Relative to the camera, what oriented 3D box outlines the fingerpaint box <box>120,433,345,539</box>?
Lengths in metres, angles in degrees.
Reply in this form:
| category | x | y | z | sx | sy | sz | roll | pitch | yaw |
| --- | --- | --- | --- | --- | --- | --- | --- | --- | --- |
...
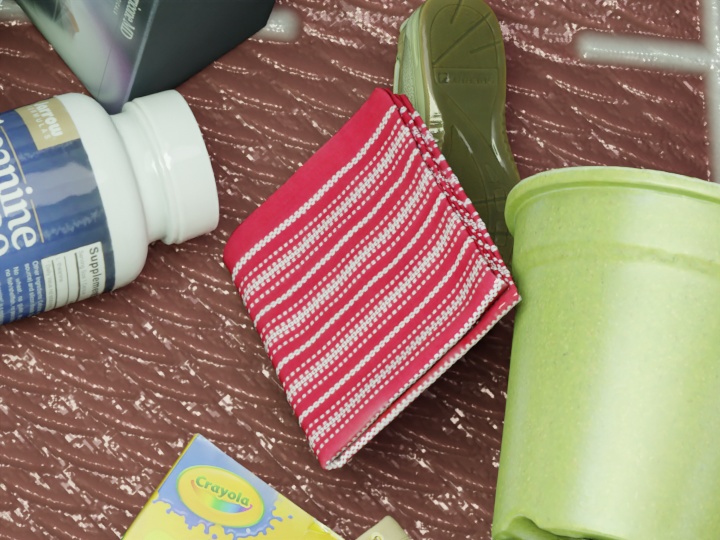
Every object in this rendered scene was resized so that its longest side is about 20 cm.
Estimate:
| category | x | y | z | sx | sy | sz | roll | pitch | yaw |
| --- | --- | --- | --- | --- | --- | --- | --- | --- | --- |
| fingerpaint box | -0.058 | 0.216 | 1.575 | 0.200 | 0.073 | 0.167 | 35 | 70 | -1 |

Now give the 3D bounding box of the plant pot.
| category | x | y | z | sx | sy | sz | roll | pitch | yaw |
| --- | --- | --- | --- | --- | --- | --- | --- | --- | --- |
| plant pot | 0.151 | 0.071 | 1.536 | 0.199 | 0.200 | 0.185 | 17 | 73 | -5 |

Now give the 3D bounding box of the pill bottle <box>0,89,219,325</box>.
| category | x | y | z | sx | sy | sz | roll | pitch | yaw |
| --- | --- | --- | --- | --- | --- | --- | --- | --- | --- |
| pill bottle | -0.183 | -0.032 | 1.611 | 0.199 | 0.111 | 0.112 | -18 | 76 | -15 |

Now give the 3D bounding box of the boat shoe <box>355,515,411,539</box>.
| category | x | y | z | sx | sy | sz | roll | pitch | yaw |
| --- | --- | --- | --- | --- | --- | --- | --- | --- | --- |
| boat shoe | -0.054 | 0.183 | 1.512 | 0.199 | 0.074 | 0.069 | -20 | 76 | -26 |

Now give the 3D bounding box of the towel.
| category | x | y | z | sx | sy | sz | roll | pitch | yaw |
| --- | --- | --- | --- | --- | --- | --- | --- | --- | --- |
| towel | 0.000 | 0.000 | 1.592 | 0.145 | 0.200 | 0.022 | -44 | 128 | 13 |

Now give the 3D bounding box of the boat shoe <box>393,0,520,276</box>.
| category | x | y | z | sx | sy | sz | roll | pitch | yaw |
| --- | --- | --- | --- | --- | --- | --- | --- | --- | --- |
| boat shoe | 0.047 | -0.057 | 1.698 | 0.073 | 0.063 | 0.202 | 1 | 79 | -23 |

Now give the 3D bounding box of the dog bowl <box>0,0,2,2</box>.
| category | x | y | z | sx | sy | sz | roll | pitch | yaw |
| --- | --- | --- | --- | --- | --- | --- | --- | --- | --- |
| dog bowl | -0.269 | -0.133 | 1.567 | 0.079 | 0.200 | 0.201 | 41 | 68 | -20 |

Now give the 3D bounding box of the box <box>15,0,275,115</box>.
| category | x | y | z | sx | sy | sz | roll | pitch | yaw |
| --- | --- | --- | --- | --- | --- | --- | --- | --- | --- |
| box | -0.140 | -0.216 | 1.630 | 0.123 | 0.200 | 0.199 | -38 | 82 | -20 |
